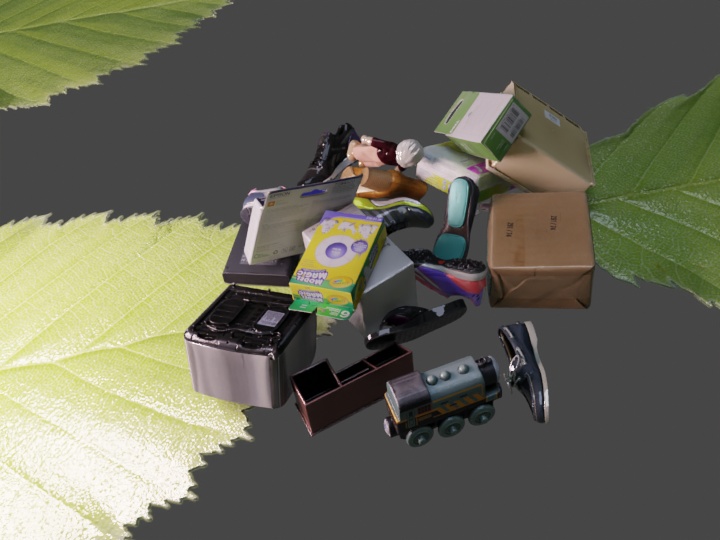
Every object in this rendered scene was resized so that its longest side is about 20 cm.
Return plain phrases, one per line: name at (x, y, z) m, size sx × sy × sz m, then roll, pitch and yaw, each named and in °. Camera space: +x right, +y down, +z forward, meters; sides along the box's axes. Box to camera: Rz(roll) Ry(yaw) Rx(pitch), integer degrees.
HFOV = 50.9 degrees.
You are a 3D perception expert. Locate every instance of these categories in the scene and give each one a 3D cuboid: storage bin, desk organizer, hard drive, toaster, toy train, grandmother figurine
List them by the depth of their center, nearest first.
toy train at (0.126, 0.194, 1.150) m, size 0.195 × 0.116 × 0.086 m, roll -17°, pitch 45°, yaw -8°
desk organizer at (-0.011, 0.175, 1.217) m, size 0.196 × 0.078 × 0.072 m, roll -25°, pitch 47°, yaw -15°
toaster at (-0.178, 0.122, 1.242) m, size 0.176 × 0.122 × 0.201 m, roll 7°, pitch 28°, yaw 16°
storage bin at (0.349, -0.245, 1.486) m, size 0.197 × 0.094 × 0.202 m, roll 27°, pitch 43°, yaw -18°
grandmother figurine at (0.050, -0.232, 1.488) m, size 0.198 × 0.119 × 0.062 m, roll 11°, pitch 82°, yaw 54°
hard drive at (-0.182, -0.055, 1.500) m, size 0.135 × 0.033 × 0.203 m, roll 2°, pitch 47°, yaw 11°

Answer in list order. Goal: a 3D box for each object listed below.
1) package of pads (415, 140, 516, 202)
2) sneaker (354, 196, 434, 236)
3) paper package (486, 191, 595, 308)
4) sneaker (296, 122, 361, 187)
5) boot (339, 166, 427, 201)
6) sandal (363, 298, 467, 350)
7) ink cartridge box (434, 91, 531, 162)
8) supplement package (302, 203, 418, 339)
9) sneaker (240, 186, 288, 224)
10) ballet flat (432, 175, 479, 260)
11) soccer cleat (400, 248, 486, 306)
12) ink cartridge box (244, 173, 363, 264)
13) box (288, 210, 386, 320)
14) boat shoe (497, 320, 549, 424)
package of pads at (0.220, -0.205, 1.513) m, size 0.153 × 0.070 × 0.198 m, roll 30°, pitch 32°, yaw 30°
sneaker at (0.048, -0.091, 1.484) m, size 0.194 × 0.074 × 0.083 m, roll 1°, pitch 59°, yaw 14°
paper package at (0.319, -0.039, 1.356) m, size 0.185 × 0.105 × 0.203 m, roll -1°, pitch 46°, yaw 10°
sneaker at (-0.077, -0.243, 1.616) m, size 0.075 × 0.089 × 0.200 m, roll -2°, pitch 33°, yaw 49°
boot at (0.043, -0.164, 1.545) m, size 0.140 × 0.073 × 0.200 m, roll 14°, pitch -5°, yaw -22°
sandal at (0.088, 0.085, 1.290) m, size 0.196 × 0.076 × 0.049 m, roll -19°, pitch 67°, yaw -21°
ink cartridge box at (0.227, -0.276, 1.428) m, size 0.105 × 0.059 × 0.200 m, roll -54°, pitch 25°, yaw 1°
supplement package at (0.000, 0.000, 1.354) m, size 0.118 × 0.123 × 0.200 m, roll -29°, pitch 49°, yaw -17°
sneaker at (-0.138, -0.137, 1.500) m, size 0.194 × 0.071 × 0.084 m, roll 2°, pitch 48°, yaw 8°
ballet flat at (0.180, -0.070, 1.394) m, size 0.071 × 0.206 × 0.073 m, roll 12°, pitch 6°, yaw -1°
soccer cleat at (0.134, 0.011, 1.348) m, size 0.196 × 0.075 × 0.068 m, roll 12°, pitch 27°, yaw 35°
ink cartridge box at (-0.107, -0.104, 1.379) m, size 0.195 × 0.202 × 0.041 m, roll -13°, pitch 58°, yaw -29°
box at (-0.040, -0.010, 1.255) m, size 0.114 × 0.049 × 0.203 m, roll 8°, pitch 51°, yaw 19°
boat shoe at (0.257, 0.158, 1.193) m, size 0.060 × 0.076 × 0.203 m, roll -4°, pitch 44°, yaw 2°
